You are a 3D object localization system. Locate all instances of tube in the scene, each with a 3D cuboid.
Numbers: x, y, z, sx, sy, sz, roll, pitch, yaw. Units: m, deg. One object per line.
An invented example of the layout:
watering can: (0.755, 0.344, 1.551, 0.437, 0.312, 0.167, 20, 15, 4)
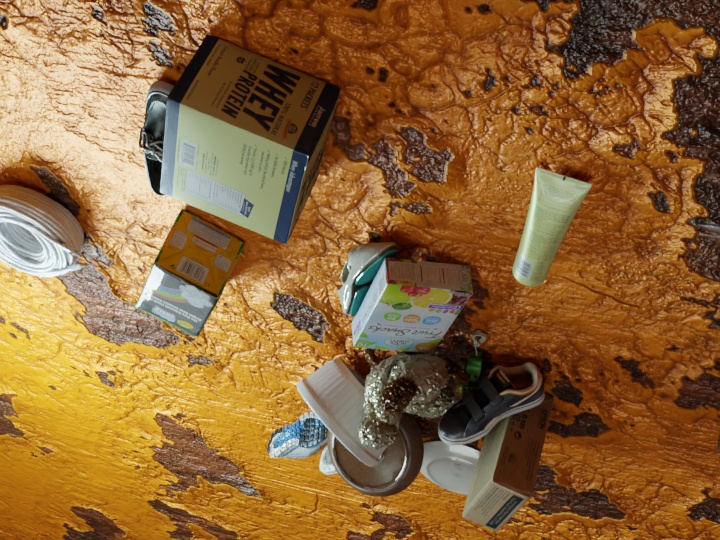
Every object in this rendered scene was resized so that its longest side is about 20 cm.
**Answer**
tube: (0.257, -0.060, 1.407, 0.057, 0.052, 0.202, -16, 144, -19)

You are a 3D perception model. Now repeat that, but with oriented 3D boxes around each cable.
cable: (-0.595, -0.071, 1.824, 0.198, 0.070, 0.200, -16, 128, 41)

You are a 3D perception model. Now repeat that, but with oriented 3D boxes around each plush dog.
plush dog: (0.082, 0.187, 1.689, 0.171, 0.198, 0.163, -27, 86, 57)

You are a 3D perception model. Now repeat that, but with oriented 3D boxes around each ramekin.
ramekin: (-0.016, 0.246, 1.826, 0.202, 0.094, 0.202, 46, 179, 1)

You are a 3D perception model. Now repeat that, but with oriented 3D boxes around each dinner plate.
dinner plate: (0.197, 0.406, 2.041, 0.197, 0.024, 0.202, 14, 142, 11)

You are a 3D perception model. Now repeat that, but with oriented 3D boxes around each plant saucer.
plant saucer: (0.022, 0.339, 1.937, 0.197, 0.034, 0.204, 4, 100, 21)

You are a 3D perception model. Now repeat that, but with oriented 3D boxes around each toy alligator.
toy alligator: (0.192, 0.182, 1.734, 0.058, 0.055, 0.201, 12, 143, 13)

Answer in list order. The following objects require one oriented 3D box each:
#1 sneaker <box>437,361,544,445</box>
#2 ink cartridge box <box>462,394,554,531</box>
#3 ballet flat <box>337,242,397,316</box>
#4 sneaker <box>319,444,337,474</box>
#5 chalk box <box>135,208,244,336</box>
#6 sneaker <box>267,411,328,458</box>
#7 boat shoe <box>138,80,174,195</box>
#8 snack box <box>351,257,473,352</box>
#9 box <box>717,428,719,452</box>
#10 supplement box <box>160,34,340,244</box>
sneaker: (0.213, 0.212, 1.684, 0.079, 0.198, 0.080, 52, 164, 44)
ink cartridge box: (0.255, 0.323, 1.754, 0.074, 0.202, 0.166, 22, 145, 1)
ballet flat: (0.000, 0.000, 1.603, 0.069, 0.070, 0.201, 23, 144, -2)
sneaker: (0.007, 0.367, 2.025, 0.198, 0.079, 0.099, -29, 132, 29)
chalk box: (-0.296, 0.017, 1.730, 0.123, 0.125, 0.200, 27, 145, -9)
sneaker: (-0.105, 0.347, 2.102, 0.086, 0.076, 0.199, 23, 149, -32)
boat shoe: (-0.296, -0.191, 1.512, 0.073, 0.069, 0.200, 21, 144, 1)
snack box: (0.079, 0.059, 1.604, 0.140, 0.054, 0.201, 6, 147, -15)
box: (0.681, 0.260, 1.578, 0.157, 0.049, 0.200, 27, 143, -6)
supplement box: (-0.155, -0.176, 1.399, 0.197, 0.135, 0.201, 22, 144, 1)
